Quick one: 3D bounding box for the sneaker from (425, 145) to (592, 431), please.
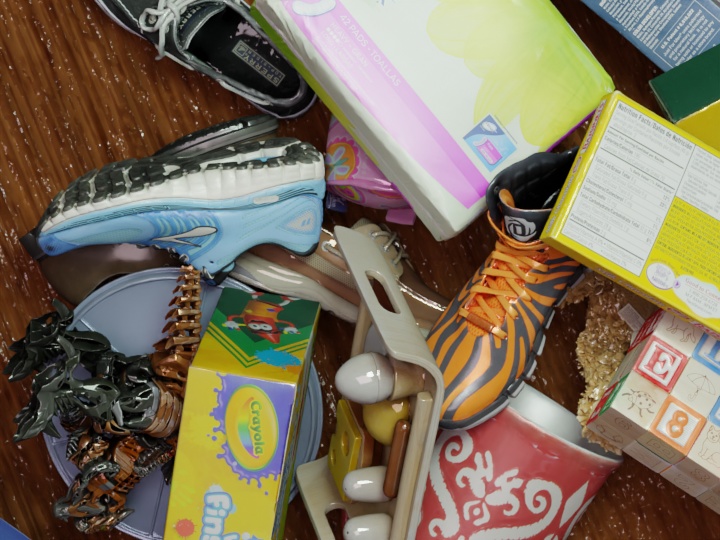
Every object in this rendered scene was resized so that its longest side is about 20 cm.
[{"bbox_3d":[0.089,0.000,1.522,0.077,0.112,0.200,27,72,24],"label":"sneaker"}]

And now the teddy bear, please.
[{"bbox_3d":[0.184,0.029,1.611,0.144,0.067,0.201,-15,76,-13],"label":"teddy bear"}]

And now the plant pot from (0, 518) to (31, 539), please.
[{"bbox_3d":[-0.327,0.241,1.616,0.199,0.200,0.180,33,51,7],"label":"plant pot"}]

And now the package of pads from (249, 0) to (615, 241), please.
[{"bbox_3d":[0.050,-0.145,1.555,0.154,0.068,0.200,-41,93,-12],"label":"package of pads"}]

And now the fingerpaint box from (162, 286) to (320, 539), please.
[{"bbox_3d":[-0.082,0.133,1.569,0.073,0.167,0.201,10,108,1],"label":"fingerpaint box"}]

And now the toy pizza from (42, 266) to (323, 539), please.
[{"bbox_3d":[-0.123,0.094,1.671,0.199,0.032,0.202,2,104,6],"label":"toy pizza"}]

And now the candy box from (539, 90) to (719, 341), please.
[{"bbox_3d":[0.215,-0.018,1.490,0.199,0.026,0.103,29,75,-16],"label":"candy box"}]

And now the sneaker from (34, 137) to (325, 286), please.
[{"bbox_3d":[-0.118,-0.026,1.601,0.199,0.078,0.090,-7,109,5],"label":"sneaker"}]

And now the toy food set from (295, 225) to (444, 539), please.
[{"bbox_3d":[-0.005,0.094,1.549,0.060,0.144,0.201,-1,123,-18],"label":"toy food set"}]

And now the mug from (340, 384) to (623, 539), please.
[{"bbox_3d":[0.062,0.169,1.631,0.133,0.178,0.201,26,99,-29],"label":"mug"}]

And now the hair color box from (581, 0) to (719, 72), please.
[{"bbox_3d":[0.188,-0.197,1.606,0.200,0.100,0.061,41,113,6],"label":"hair color box"}]

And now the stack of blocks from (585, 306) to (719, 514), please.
[{"bbox_3d":[0.260,0.101,1.537,0.199,0.059,0.115,34,71,0],"label":"stack of blocks"}]

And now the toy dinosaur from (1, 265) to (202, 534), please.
[{"bbox_3d":[-0.163,0.083,1.622,0.135,0.102,0.201,21,92,-23],"label":"toy dinosaur"}]

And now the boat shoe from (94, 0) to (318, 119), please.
[{"bbox_3d":[-0.117,-0.172,1.666,0.199,0.068,0.074,41,94,6],"label":"boat shoe"}]

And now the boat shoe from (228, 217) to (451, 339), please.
[{"bbox_3d":[0.000,0.000,1.648,0.199,0.076,0.072,21,90,6],"label":"boat shoe"}]

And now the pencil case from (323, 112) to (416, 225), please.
[{"bbox_3d":[0.030,-0.136,1.629,0.087,0.087,0.201,8,82,7],"label":"pencil case"}]

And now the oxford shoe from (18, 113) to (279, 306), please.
[{"bbox_3d":[-0.132,-0.041,1.672,0.199,0.073,0.085,-31,94,14],"label":"oxford shoe"}]

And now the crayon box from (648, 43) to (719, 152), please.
[{"bbox_3d":[0.304,-0.078,1.562,0.172,0.058,0.200,-28,127,5],"label":"crayon box"}]
